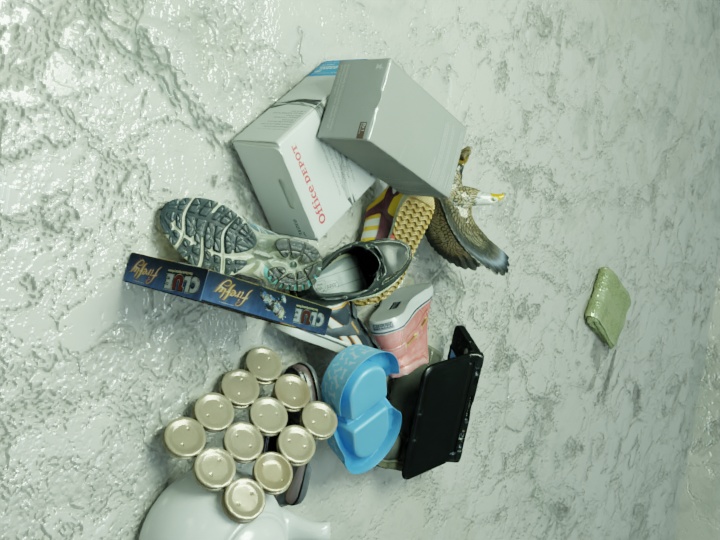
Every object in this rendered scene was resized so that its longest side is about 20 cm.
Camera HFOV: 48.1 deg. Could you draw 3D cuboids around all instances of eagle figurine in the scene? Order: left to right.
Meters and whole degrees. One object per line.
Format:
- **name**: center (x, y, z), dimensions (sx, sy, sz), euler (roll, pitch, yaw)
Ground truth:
- **eagle figurine**: center (0.151, -0.087, 1.239), dimensions (0.152, 0.151, 0.201), euler (-17, 104, -59)

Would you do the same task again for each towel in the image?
- **towel**: center (0.589, 0.088, 1.905), dimensions (0.200, 0.036, 0.149), euler (40, 67, -47)

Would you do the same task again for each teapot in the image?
- **teapot**: center (-0.159, 0.336, 0.961), dimensions (0.200, 0.146, 0.198), euler (-57, 136, -24)

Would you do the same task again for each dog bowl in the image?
- **dog bowl**: center (-0.001, 0.185, 1.101), dimensions (0.111, 0.050, 0.200), euler (-31, 133, -33)

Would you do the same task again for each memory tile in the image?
- **memory tile**: center (-0.128, 0.194, 0.981), dimensions (0.200, 0.153, 0.017), euler (-42, 172, -44)

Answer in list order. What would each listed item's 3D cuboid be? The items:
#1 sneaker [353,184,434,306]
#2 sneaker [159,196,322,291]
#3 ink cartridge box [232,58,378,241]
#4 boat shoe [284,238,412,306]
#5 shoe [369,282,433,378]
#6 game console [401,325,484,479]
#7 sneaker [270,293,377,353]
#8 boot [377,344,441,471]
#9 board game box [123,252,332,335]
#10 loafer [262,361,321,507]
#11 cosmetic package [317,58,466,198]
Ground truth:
- **sneaker**: center (0.033, -0.044, 1.172), dimensions (0.075, 0.090, 0.200), euler (22, 107, -33)
- **sneaker**: center (-0.149, -0.027, 0.954), dimensions (0.200, 0.086, 0.078), euler (25, 86, -27)
- **ink cartridge box**: center (-0.050, -0.157, 1.031), dimensions (0.200, 0.084, 0.145), euler (-49, 133, -34)
- **boat shoe**: center (-0.001, -0.002, 1.051), dimensions (0.199, 0.066, 0.075), euler (-15, 82, -32)
- **shoe**: center (0.069, 0.086, 1.203), dimensions (0.200, 0.071, 0.091), euler (-41, 118, -65)
- **game console**: center (0.118, 0.206, 1.295), dimensions (0.116, 0.176, 0.201), euler (6, 111, -12)
- **sneaker**: center (-0.031, 0.073, 1.111), dimensions (0.200, 0.078, 0.080), euler (29, 82, -48)
- **boot**: center (0.058, 0.204, 1.255), dimensions (0.200, 0.072, 0.182), euler (-67, 154, -5)
- **board game box**: center (-0.146, 0.029, 0.916), dimensions (0.200, 0.135, 0.035), euler (22, 81, -50)
- **loafer**: center (-0.098, 0.223, 1.073), dimensions (0.063, 0.072, 0.201), euler (-3, 103, -46)
- **cosmetic package**: center (0.046, -0.174, 1.014), dimensions (0.200, 0.090, 0.107), euler (28, 75, -48)
